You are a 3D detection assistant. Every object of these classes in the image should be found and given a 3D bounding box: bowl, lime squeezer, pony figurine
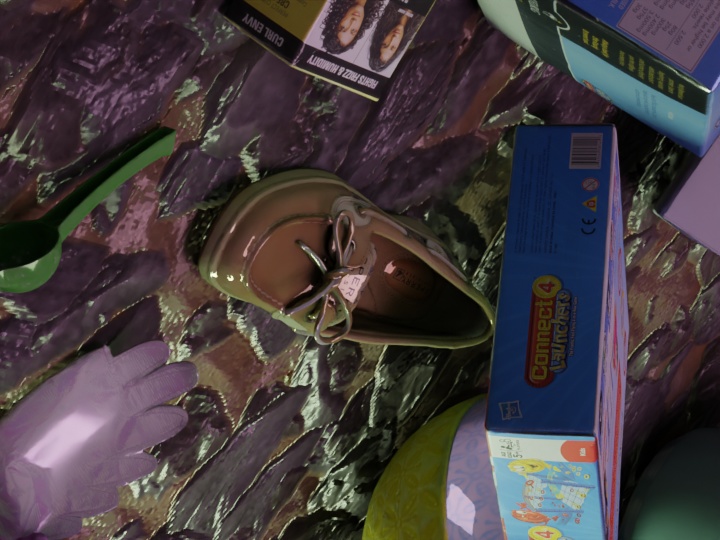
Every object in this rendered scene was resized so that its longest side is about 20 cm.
[{"bbox_3d":[0.262,0.198,1.401,0.201,0.105,0.201,-41,142,-42],"label":"bowl"},{"bbox_3d":[-0.148,-0.024,0.736,0.200,0.038,0.071,0,121,-51],"label":"lime squeezer"},{"bbox_3d":[-0.137,0.149,0.840,0.193,0.167,0.200,-24,155,-26],"label":"pony figurine"},{"bbox_3d":[0.055,0.182,1.115,0.108,0.201,0.200,-17,163,29],"label":"bowl"}]

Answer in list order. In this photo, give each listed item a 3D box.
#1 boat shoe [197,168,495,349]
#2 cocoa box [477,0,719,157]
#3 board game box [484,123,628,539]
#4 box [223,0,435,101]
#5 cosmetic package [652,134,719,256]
[{"bbox_3d":[0.000,0.000,0.926,0.200,0.063,0.073,8,115,-54],"label":"boat shoe"},{"bbox_3d":[0.134,-0.147,0.825,0.134,0.131,0.200,-57,170,2],"label":"cocoa box"},{"bbox_3d":[0.113,0.057,1.031,0.196,0.056,0.200,77,18,-52],"label":"board game box"},{"bbox_3d":[0.024,-0.175,0.796,0.075,0.050,0.200,16,108,-56],"label":"box"},{"bbox_3d":[0.249,-0.103,1.102,0.200,0.052,0.151,-56,174,7],"label":"cosmetic package"}]
